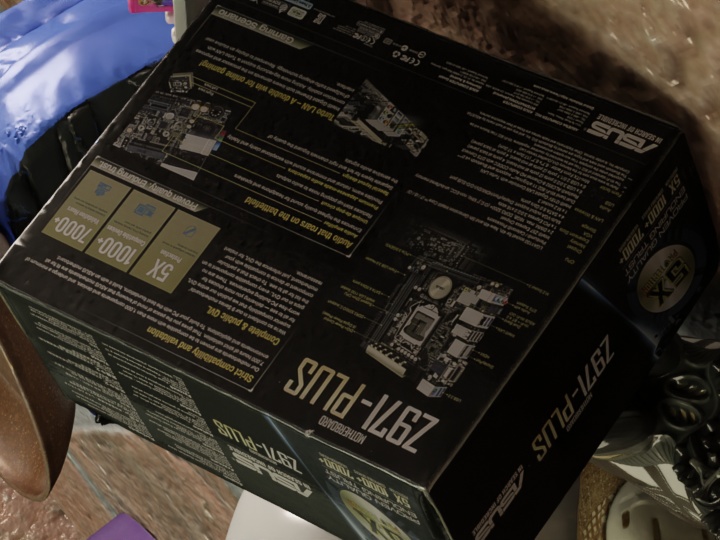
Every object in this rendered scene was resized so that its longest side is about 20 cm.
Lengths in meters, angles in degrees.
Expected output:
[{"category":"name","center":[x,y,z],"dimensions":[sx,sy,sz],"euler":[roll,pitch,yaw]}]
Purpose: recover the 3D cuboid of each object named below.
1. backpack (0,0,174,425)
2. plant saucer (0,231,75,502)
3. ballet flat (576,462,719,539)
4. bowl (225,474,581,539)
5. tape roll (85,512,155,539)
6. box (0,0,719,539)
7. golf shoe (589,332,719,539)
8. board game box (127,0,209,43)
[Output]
[{"category":"backpack","center":[-0.123,-0.052,1.442],"dimensions":[0.168,0.162,0.200],"euler":[46,166,37]},{"category":"plant saucer","center":[-0.188,0.016,1.414],"dimensions":[0.200,0.037,0.200],"euler":[48,158,27]},{"category":"ballet flat","center":[0.122,0.139,1.167],"dimensions":[0.065,0.070,0.200],"euler":[117,155,-68]},{"category":"bowl","center":[0.035,0.104,1.259],"dimensions":[0.201,0.201,0.090],"euler":[29,117,58]},{"category":"tape roll","center":[-0.197,0.331,2.792],"dimensions":[0.200,0.085,0.200],"euler":[49,166,16]},{"category":"box","center":[0.000,0.000,1.065],"dimensions":[0.200,0.164,0.086],"euler":[23,156,30]},{"category":"golf shoe","center":[0.147,0.065,1.081],"dimensions":[0.094,0.078,0.200],"euler":[29,180,-44]},{"category":"board game box","center":[-0.074,-0.049,1.248],"dimensions":[0.200,0.026,0.200],"euler":[-83,-9,-84]}]
